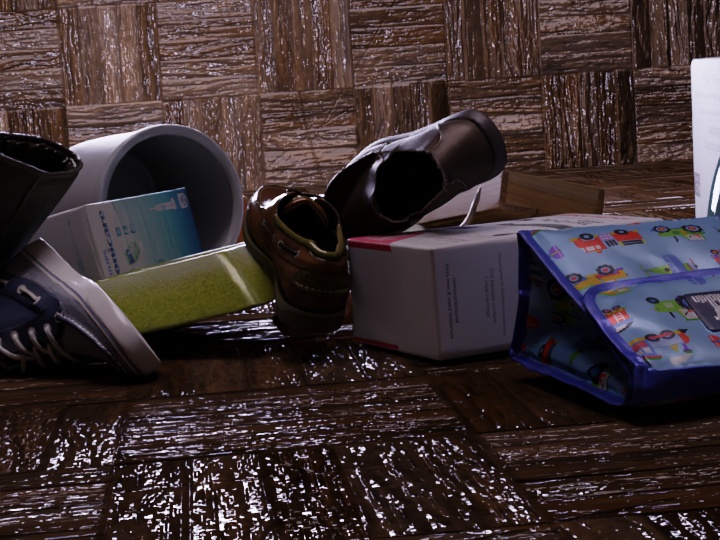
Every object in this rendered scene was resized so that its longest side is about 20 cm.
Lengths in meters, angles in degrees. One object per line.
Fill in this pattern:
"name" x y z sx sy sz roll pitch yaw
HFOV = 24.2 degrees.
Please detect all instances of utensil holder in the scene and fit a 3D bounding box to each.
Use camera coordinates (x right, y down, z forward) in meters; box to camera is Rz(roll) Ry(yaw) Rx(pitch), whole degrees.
"utensil holder" -0.248 -0.069 1.834 0.170 0.171 0.200 -8 5 -32

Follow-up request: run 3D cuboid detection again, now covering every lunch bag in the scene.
"lunch bag" 0.197 0.040 1.012 0.150 0.094 0.200 -5 18 -17

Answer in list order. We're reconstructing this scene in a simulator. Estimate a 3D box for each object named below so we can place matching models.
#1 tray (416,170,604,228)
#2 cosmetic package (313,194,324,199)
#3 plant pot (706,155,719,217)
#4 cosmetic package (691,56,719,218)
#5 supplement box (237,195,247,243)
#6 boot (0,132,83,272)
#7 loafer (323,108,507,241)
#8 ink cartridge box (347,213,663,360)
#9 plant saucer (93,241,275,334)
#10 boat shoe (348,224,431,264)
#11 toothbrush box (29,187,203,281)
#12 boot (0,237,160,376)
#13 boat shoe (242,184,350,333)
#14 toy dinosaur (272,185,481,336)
"tray" 0.125 -0.054 1.501 0.098 0.037 0.200 9 -5 -20
"cosmetic package" 0.022 -0.038 1.754 0.107 0.085 0.200 -13 12 -42
"plant pot" 0.321 -0.032 1.176 0.135 0.200 0.200 -44 17 -12
"cosmetic package" 0.393 -0.095 1.507 0.164 0.201 0.165 -2 6 2
"supplement box" -0.249 -0.059 2.201 0.199 0.067 0.069 -6 6 -24
"boot" -0.318 -0.014 1.278 0.200 0.073 0.182 -47 -15 27
"loafer" 0.024 -0.068 1.287 0.071 0.073 0.200 -28 -1 -40
"ink cartridge box" 0.111 0.008 1.260 0.199 0.085 0.145 -7 7 -25
"plant saucer" -0.144 0.014 1.370 0.199 0.048 0.200 -13 3 18
"boat shoe" -0.001 -0.001 1.568 0.200 0.070 0.072 5 34 31
"toothbrush box" -0.254 -0.012 1.549 0.146 0.086 0.200 -16 0 20
"boot" -0.225 0.050 1.242 0.090 0.073 0.200 -42 35 -12
"boat shoe" -0.042 -0.028 1.289 0.072 0.068 0.200 2 26 -19
"toy dinosaur" 0.027 0.009 1.362 0.200 0.061 0.106 -33 0 3
